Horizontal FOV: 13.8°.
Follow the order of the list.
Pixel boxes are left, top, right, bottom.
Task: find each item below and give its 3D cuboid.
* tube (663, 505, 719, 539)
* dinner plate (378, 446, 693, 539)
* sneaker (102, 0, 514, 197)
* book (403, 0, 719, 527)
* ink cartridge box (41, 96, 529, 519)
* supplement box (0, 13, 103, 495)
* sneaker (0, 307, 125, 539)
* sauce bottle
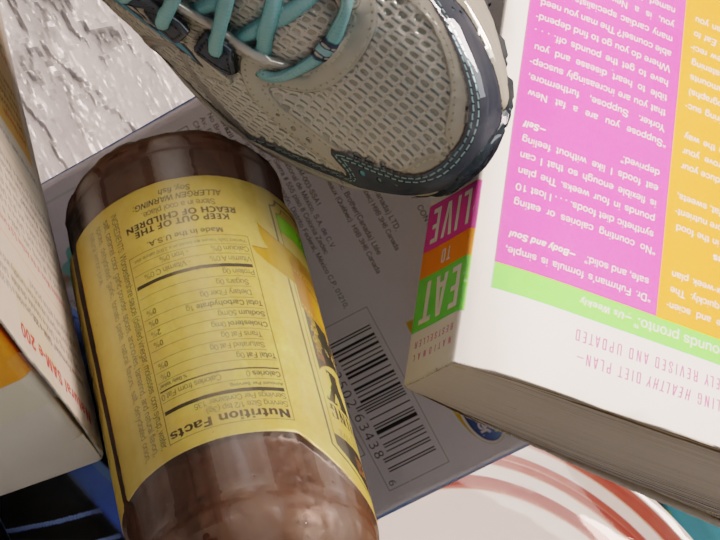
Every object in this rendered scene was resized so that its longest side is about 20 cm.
[{"bbox_3d":[0.165,0.112,1.324,0.200,0.050,0.077,60,25,-18],"label":"tube"},{"bbox_3d":[0.059,0.135,1.016,0.200,0.024,0.200,22,45,-23],"label":"dinner plate"},{"bbox_3d":[-0.050,-0.085,0.764,0.200,0.078,0.086,40,19,7],"label":"sneaker"},{"bbox_3d":[0.087,-0.040,0.827,0.134,0.048,0.200,23,62,-24],"label":"book"},{"bbox_3d":[0.000,0.000,0.875,0.137,0.200,0.076,61,22,-2],"label":"ink cartridge box"},{"bbox_3d":[-0.135,-0.049,0.761,0.126,0.073,0.200,64,9,-62],"label":"supplement box"},{"bbox_3d":[-0.069,0.085,0.815,0.200,0.078,0.070,46,20,19],"label":"sneaker"},{"bbox_3d":[-0.031,0.055,0.750,0.065,0.065,0.200,38,28,-45],"label":"sauce bottle"}]
